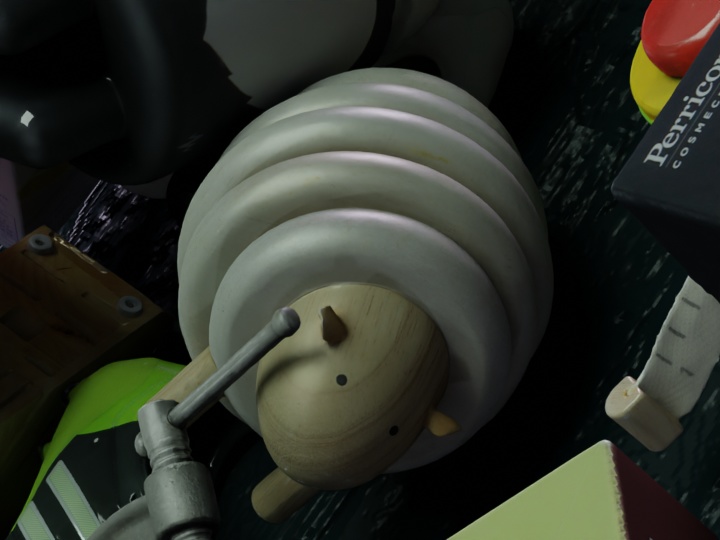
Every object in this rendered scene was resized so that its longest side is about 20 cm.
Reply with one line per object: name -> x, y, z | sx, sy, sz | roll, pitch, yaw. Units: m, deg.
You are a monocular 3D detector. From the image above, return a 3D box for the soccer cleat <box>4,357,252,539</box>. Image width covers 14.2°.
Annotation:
soccer cleat -> -0.095, 0.116, 1.011 | 0.081, 0.068, 0.201 | -2, 54, 35

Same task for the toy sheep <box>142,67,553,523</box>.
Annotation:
toy sheep -> 0.000, 0.000, 0.953 | 0.138, 0.138, 0.200 | -33, 28, 26

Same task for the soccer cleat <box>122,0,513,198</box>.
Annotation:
soccer cleat -> -0.029, -0.063, 1.110 | 0.199, 0.069, 0.078 | -21, 45, 34

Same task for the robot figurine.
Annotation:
robot figurine -> -0.056, -0.106, 0.992 | 0.200, 0.125, 0.150 | -29, -22, -30

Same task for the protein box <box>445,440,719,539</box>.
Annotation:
protein box -> 0.034, 0.191, 0.702 | 0.200, 0.135, 0.199 | -35, 34, 23

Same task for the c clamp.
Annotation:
c clamp -> -0.054, 0.136, 0.882 | 0.171, 0.027, 0.201 | -37, 57, 47

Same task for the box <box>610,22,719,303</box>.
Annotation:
box -> 0.207, -0.051, 0.753 | 0.200, 0.124, 0.196 | -56, 30, -9

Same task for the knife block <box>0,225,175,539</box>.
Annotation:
knife block -> -0.169, 0.098, 1.107 | 0.200, 0.064, 0.176 | -38, -25, -44

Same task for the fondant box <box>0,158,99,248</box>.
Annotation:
fondant box -> -0.115, -0.105, 1.142 | 0.144, 0.058, 0.200 | -53, -11, -18

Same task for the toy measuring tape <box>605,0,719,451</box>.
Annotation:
toy measuring tape -> 0.107, -0.034, 0.909 | 0.073, 0.074, 0.201 | -2, 55, 50
